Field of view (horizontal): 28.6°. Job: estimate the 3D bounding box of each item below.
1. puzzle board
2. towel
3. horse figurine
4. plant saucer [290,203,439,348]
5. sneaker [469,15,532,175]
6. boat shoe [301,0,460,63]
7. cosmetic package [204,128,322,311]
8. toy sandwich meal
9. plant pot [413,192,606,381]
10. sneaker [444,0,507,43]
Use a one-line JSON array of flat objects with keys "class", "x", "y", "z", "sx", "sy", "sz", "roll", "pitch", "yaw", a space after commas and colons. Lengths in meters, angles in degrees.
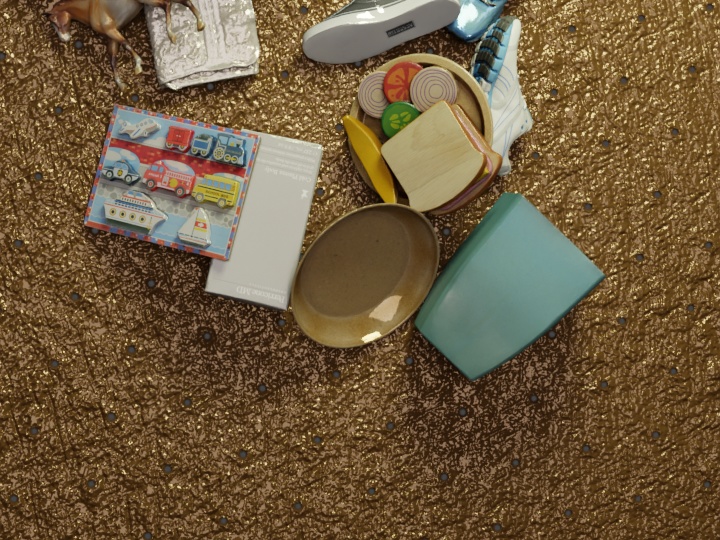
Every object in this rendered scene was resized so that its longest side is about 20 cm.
[{"class": "puzzle board", "x": -0.225, "y": -0.106, "z": 1.668, "sx": 0.199, "sy": 0.017, "sz": 0.152, "roll": 14, "pitch": 87, "yaw": 21}, {"class": "towel", "x": -0.199, "y": -0.324, "z": 1.712, "sx": 0.132, "sy": 0.034, "sz": 0.201, "roll": -13, "pitch": 90, "yaw": -8}, {"class": "horse figurine", "x": -0.267, "y": -0.306, "z": 1.671, "sx": 0.200, "sy": 0.050, "sz": 0.133, "roll": -34, "pitch": 84, "yaw": 23}, {"class": "plant saucer", "x": 0.000, "y": 0.000, "z": 1.689, "sx": 0.199, "sy": 0.035, "sz": 0.201, "roll": -17, "pitch": 129, "yaw": -22}, {"class": "sneaker", "x": 0.176, "y": -0.211, "z": 1.745, "sx": 0.086, "sy": 0.075, "sz": 0.201, "roll": 11, "pitch": 101, "yaw": -16}, {"class": "boat shoe", "x": 0.021, "y": -0.315, "z": 1.728, "sx": 0.199, "sy": 0.072, "sz": 0.068, "roll": -19, "pitch": 56, "yaw": 7}, {"class": "cosmetic package", "x": -0.117, "y": -0.057, "z": 1.691, "sx": 0.106, "sy": 0.090, "sz": 0.201, "roll": 11, "pitch": 84, "yaw": -5}, {"class": "toy sandwich meal", "x": 0.068, "y": -0.160, "z": 1.692, "sx": 0.204, "sy": 0.070, "sz": 0.207, "roll": 2, "pitch": 95, "yaw": 19}, {"class": "plant pot", "x": 0.166, "y": 0.028, "z": 1.706, "sx": 0.141, "sy": 0.141, "sz": 0.200, "roll": 42, "pitch": 91, "yaw": -5}, {"class": "sneaker", "x": 0.167, "y": -0.372, "z": 1.732, "sx": 0.078, "sy": 0.090, "sz": 0.201, "roll": 32, "pitch": 89, "yaw": -6}]
